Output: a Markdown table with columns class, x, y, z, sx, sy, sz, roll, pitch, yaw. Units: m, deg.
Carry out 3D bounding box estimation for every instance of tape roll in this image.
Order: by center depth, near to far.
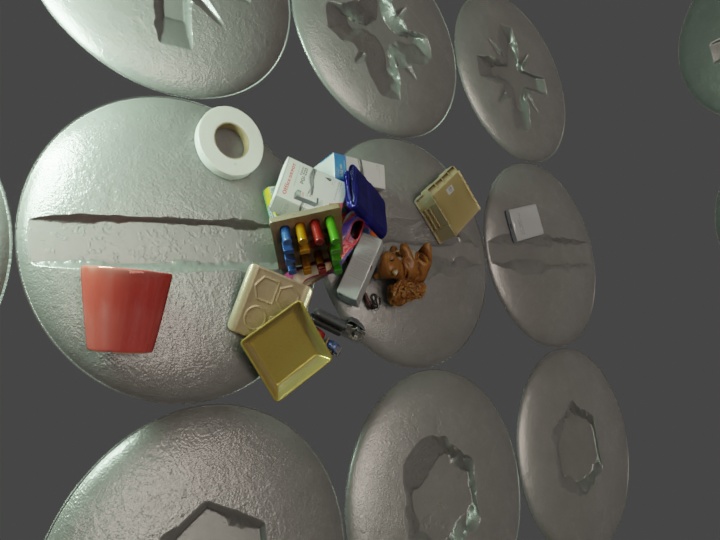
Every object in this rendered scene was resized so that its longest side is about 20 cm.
| class | x | y | z | sx | sy | sz | roll | pitch | yaw |
| --- | --- | --- | --- | --- | --- | --- | --- | --- | --- |
| tape roll | -0.369 | -0.360 | 1.530 | 0.198 | 0.037 | 0.210 | 10 | 74 | -35 |

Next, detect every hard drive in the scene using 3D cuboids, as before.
| class | x | y | z | sx | sy | sz | roll | pitch | yaw |
| --- | --- | --- | --- | --- | --- | --- | --- | --- | --- |
| hard drive | 0.696 | -0.202 | 2.290 | 0.196 | 0.025 | 0.136 | -14 | 88 | -38 |

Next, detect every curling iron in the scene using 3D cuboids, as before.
| class | x | y | z | sx | sy | sz | roll | pitch | yaw |
| --- | --- | --- | --- | --- | --- | --- | --- | --- | --- |
| curling iron | 0.004 | 0.036 | 1.713 | 0.049 | 0.026 | 0.203 | -33 | 89 | -6 |

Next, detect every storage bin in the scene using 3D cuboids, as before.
| class | x | y | z | sx | sy | sz | roll | pitch | yaw |
| --- | --- | --- | --- | --- | --- | --- | --- | --- | --- |
| storage bin | 0.318 | -0.243 | 1.978 | 0.200 | 0.093 | 0.201 | -42 | 103 | -35 |

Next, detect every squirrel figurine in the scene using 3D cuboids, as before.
| class | x | y | z | sx | sy | sz | roll | pitch | yaw |
| --- | --- | --- | --- | --- | --- | --- | --- | --- | --- |
| squirrel figurine | 0.133 | 0.016 | 1.737 | 0.184 | 0.139 | 0.207 | -11 | 96 | -51 |

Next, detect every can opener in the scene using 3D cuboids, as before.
| class | x | y | z | sx | sy | sz | roll | pitch | yaw |
| --- | --- | --- | --- | --- | --- | --- | --- | --- | --- |
| can opener | -0.067 | 0.159 | 1.631 | 0.197 | 0.053 | 0.068 | 30 | 31 | -27 |

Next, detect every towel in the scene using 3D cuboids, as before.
| class | x | y | z | sx | sy | sz | roll | pitch | yaw |
| --- | --- | --- | --- | --- | --- | --- | --- | --- | --- |
| towel | 0.014 | -0.197 | 1.593 | 0.200 | 0.048 | 0.152 | 41 | 40 | -50 |

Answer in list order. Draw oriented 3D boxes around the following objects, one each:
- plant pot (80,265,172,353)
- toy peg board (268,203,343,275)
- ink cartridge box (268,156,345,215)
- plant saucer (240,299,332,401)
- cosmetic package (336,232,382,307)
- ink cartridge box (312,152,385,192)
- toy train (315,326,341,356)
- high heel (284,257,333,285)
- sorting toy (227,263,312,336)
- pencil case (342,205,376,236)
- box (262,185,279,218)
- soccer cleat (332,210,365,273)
| class | x | y | z | sx | sy | sz | roll | pitch | yaw |
| --- | --- | --- | --- | --- | --- | --- | --- | --- | --- |
| plant pot | -0.531 | 0.089 | 1.215 | 0.196 | 0.198 | 0.184 | 8 | 84 | -34 |
| toy peg board | -0.135 | -0.060 | 1.476 | 0.193 | 0.203 | 0.100 | -13 | 54 | -9 |
| ink cartridge box | -0.147 | -0.211 | 1.546 | 0.195 | 0.085 | 0.149 | 21 | 58 | -13 |
| plant saucer | -0.202 | 0.214 | 1.471 | 0.198 | 0.048 | 0.204 | -34 | 108 | -18 |
| cosmetic package | 0.000 | 0.000 | 1.644 | 0.072 | 0.102 | 0.205 | 20 | 75 | 10 |
| ink cartridge box | -0.040 | -0.284 | 1.688 | 0.195 | 0.145 | 0.089 | 7 | 73 | -35 |
| toy train | -0.126 | 0.184 | 1.572 | 0.199 | 0.045 | 0.035 | 43 | 57 | -21 |
| high heel | -0.149 | 0.018 | 1.562 | 0.197 | 0.095 | 0.069 | -27 | 102 | -39 |
| sorting toy | -0.247 | 0.102 | 1.487 | 0.196 | 0.036 | 0.190 | 23 | 84 | -26 |
| pencil case | -0.032 | -0.160 | 1.705 | 0.197 | 0.087 | 0.091 | 25 | 65 | -31 |
| box | -0.207 | -0.148 | 1.594 | 0.115 | 0.048 | 0.206 | -13 | 84 | -38 |
| soccer cleat | -0.046 | -0.081 | 1.636 | 0.067 | 0.073 | 0.204 | 24 | 96 | -30 |
